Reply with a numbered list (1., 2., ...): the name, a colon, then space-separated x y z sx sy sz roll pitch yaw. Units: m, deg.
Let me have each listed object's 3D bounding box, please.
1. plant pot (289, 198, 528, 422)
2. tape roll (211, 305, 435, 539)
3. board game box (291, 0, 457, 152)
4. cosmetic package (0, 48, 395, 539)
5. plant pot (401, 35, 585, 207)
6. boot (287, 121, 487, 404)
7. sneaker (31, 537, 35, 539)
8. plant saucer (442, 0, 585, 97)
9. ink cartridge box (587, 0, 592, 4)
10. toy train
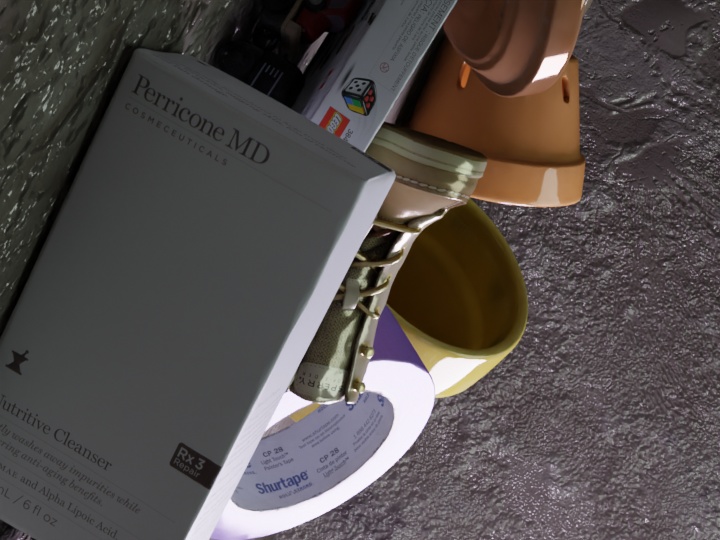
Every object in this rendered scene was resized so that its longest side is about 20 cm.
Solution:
1. plant pot: 0.010 0.039 1.112 0.189 0.200 0.201 -45 -175 37
2. tape roll: -0.047 0.106 0.931 0.198 0.066 0.201 -24 147 -16
3. board game box: -0.003 -0.110 0.703 0.127 0.034 0.200 -58 -170 -6
4. cosmetic package: -0.079 0.021 0.553 0.202 0.112 0.081 -64 174 12
5. plant pot: 0.142 -0.160 1.333 0.200 0.197 0.142 -44 146 -71
6. boot: 0.000 0.000 0.734 0.200 0.072 0.157 4 -104 72
7. sneaker: -0.124 0.089 0.742 0.201 0.067 0.090 -58 -179 -37
8. plant saucer: 0.062 -0.189 0.666 0.200 0.032 0.203 170 -90 -78
9. ink cartridge box: 0.378 -0.515 2.207 0.165 0.075 0.201 -52 169 -52
10. toy train: -0.020 -0.138 0.641 0.201 0.045 0.034 -60 174 -15
